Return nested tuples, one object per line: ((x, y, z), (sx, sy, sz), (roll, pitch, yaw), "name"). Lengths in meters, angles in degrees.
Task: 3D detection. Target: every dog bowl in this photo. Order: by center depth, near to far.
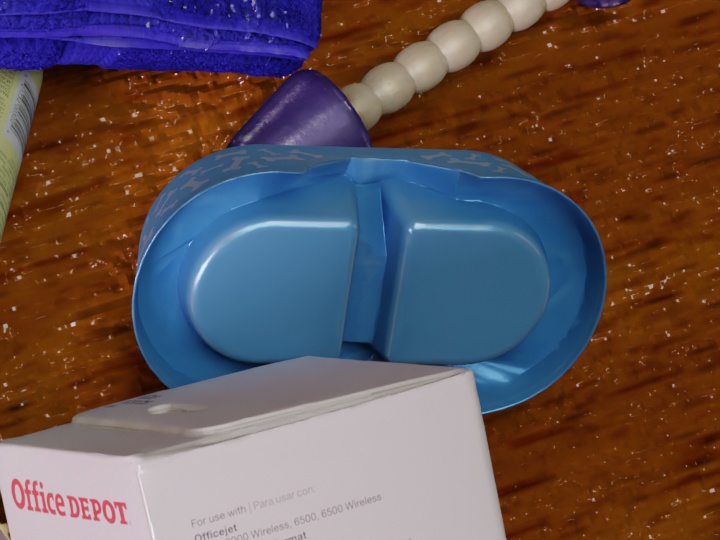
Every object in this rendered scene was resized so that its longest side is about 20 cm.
((0.000, 0.000, 1.176), (0.200, 0.050, 0.112), (0, 117, -16), "dog bowl")

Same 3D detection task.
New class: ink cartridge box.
((-0.031, 0.144, 1.077), (0.144, 0.147, 0.200), (-14, 96, -27), "ink cartridge box")

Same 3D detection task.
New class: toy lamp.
((0.030, -0.089, 1.225), (0.200, 0.058, 0.058), (-33, 89, -19), "toy lamp")

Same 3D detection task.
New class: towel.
((-0.092, -0.152, 1.151), (0.200, 0.050, 0.148), (-1, 101, -41), "towel")

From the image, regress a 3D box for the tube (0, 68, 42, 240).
((-0.170, -0.011, 1.115), (0.058, 0.052, 0.200), (15, 51, -8), "tube")

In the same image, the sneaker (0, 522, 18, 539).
((-0.218, 0.080, 1.107), (0.200, 0.075, 0.090), (48, 64, -1), "sneaker")
